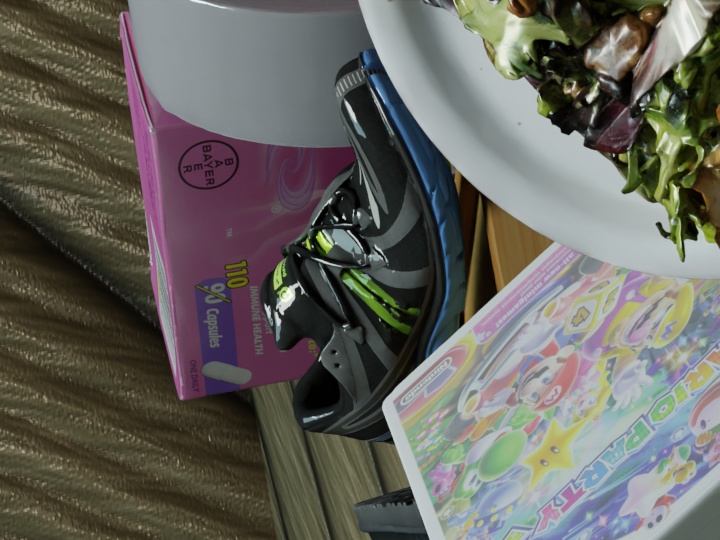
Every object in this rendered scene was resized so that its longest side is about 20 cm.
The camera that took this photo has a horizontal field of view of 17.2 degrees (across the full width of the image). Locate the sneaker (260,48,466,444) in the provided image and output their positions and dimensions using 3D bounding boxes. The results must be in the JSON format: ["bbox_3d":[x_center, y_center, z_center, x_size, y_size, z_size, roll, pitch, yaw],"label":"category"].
[{"bbox_3d":[0.000,0.000,0.987,0.071,0.082,0.200,-100,9,-47],"label":"sneaker"}]

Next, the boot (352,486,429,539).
[{"bbox_3d":[0.060,0.199,1.127,0.165,0.065,0.201,157,96,-81],"label":"boot"}]

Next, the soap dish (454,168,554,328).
[{"bbox_3d":[0.082,0.019,1.004,0.200,0.081,0.158,94,170,-52],"label":"soap dish"}]

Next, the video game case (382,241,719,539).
[{"bbox_3d":[0.078,0.044,0.782,0.018,0.143,0.200,44,-170,-22],"label":"video game case"}]

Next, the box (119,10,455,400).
[{"bbox_3d":[-0.007,-0.045,1.170,0.097,0.199,0.177,-110,13,-46],"label":"box"}]

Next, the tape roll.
[{"bbox_3d":[-0.005,-0.131,1.060,0.201,0.199,0.066,-113,15,-57],"label":"tape roll"}]

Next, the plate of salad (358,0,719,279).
[{"bbox_3d":[0.077,-0.082,0.698,0.048,0.199,0.201,-43,-42,-46],"label":"plate of salad"}]
